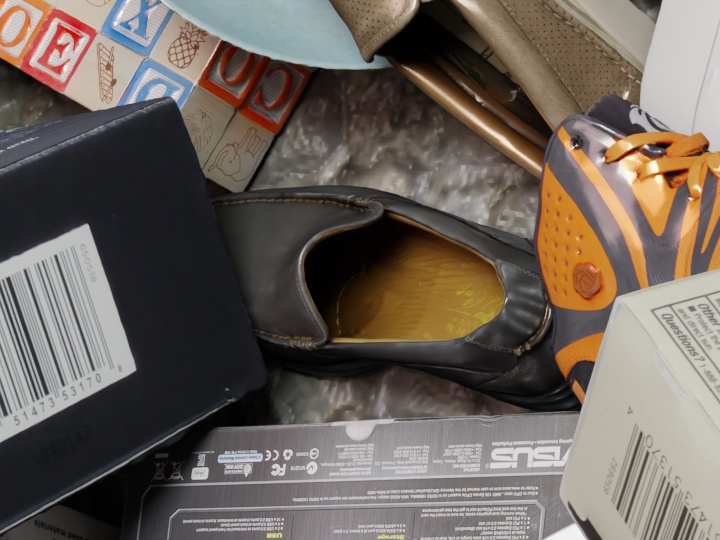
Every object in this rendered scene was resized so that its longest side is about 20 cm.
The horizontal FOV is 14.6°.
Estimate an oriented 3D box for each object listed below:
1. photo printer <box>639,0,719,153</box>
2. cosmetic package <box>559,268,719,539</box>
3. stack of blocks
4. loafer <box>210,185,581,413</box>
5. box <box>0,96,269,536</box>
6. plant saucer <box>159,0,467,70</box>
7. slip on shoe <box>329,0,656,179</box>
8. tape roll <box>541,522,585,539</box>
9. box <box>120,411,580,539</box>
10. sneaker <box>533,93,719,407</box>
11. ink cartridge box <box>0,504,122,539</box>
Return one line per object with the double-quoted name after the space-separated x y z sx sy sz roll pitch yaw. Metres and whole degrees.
0.180 -0.097 0.896 0.166 0.069 0.200 21 102 37 "photo printer"
0.170 0.046 0.789 0.103 0.200 0.087 58 150 36 "cosmetic package"
-0.100 -0.125 1.124 0.200 0.059 0.115 31 91 38 "stack of blocks"
0.000 0.000 1.002 0.200 0.072 0.073 7 78 36 "loafer"
-0.179 0.031 0.999 0.200 0.197 0.118 -8 103 42 "box"
-0.018 -0.159 1.040 0.039 0.201 0.201 125 146 -64 "plant saucer"
0.015 -0.101 0.968 0.061 0.200 0.076 -57 10 -30 "slip on shoe"
0.109 0.169 0.835 0.200 0.066 0.201 -4 71 13 "tape roll"
0.004 0.132 0.965 0.200 0.048 0.159 -5 71 32 "box"
0.118 -0.032 0.851 0.200 0.078 0.112 -52 58 23 "sneaker"
-0.164 0.194 1.033 0.146 0.083 0.200 -13 65 29 "ink cartridge box"
